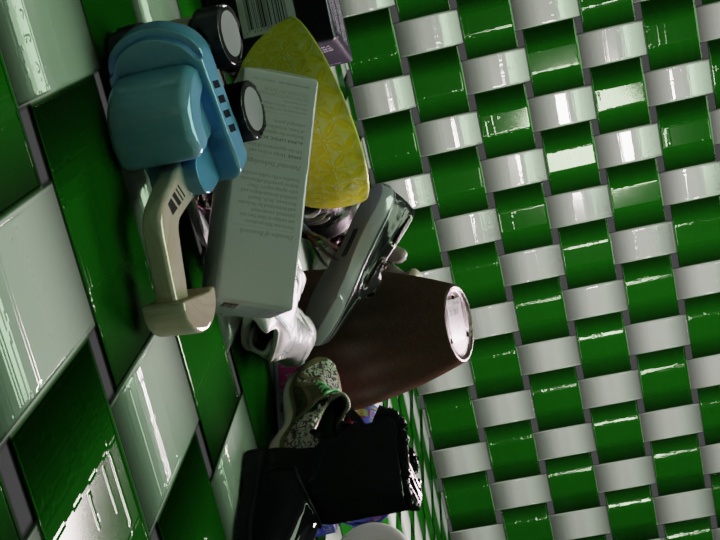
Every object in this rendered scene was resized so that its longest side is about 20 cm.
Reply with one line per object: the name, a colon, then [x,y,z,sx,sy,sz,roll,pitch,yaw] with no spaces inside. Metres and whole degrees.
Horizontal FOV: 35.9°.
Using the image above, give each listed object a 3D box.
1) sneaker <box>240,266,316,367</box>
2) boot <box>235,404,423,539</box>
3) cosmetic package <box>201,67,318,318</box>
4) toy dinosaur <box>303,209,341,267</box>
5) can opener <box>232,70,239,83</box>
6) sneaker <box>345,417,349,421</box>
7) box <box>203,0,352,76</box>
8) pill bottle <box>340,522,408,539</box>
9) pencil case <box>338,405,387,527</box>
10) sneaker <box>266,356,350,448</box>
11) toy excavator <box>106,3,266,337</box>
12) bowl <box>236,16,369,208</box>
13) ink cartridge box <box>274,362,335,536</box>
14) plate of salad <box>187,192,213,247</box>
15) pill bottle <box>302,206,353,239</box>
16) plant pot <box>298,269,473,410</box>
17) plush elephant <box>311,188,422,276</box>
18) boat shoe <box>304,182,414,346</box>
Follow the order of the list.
sneaker: [-0.094,0.061,1.157,0.201,0.069,0.081,82,27,-61]
boot: [-0.025,0.213,0.991,0.199,0.160,0.074,-94,168,-53]
cosmetic package: [-0.089,-0.063,0.966,0.102,0.073,0.203,158,-63,-73]
toy dinosaur: [-0.100,-0.073,1.299,0.183,0.198,0.105,-64,174,7]
can opener: [-0.116,-0.153,1.350,0.079,0.063,0.202,45,-33,48]
sneaker: [-0.032,0.127,1.507,0.116,0.077,0.202,-95,170,-55]
box: [-0.098,-0.303,1.365,0.200,0.146,0.106,-39,116,-85]
pill bottle: [0.032,0.406,1.421,0.201,0.108,0.111,70,11,-56]
pencil case: [0.001,0.270,1.533,0.201,0.077,0.088,-92,-172,-60]
sneaker: [-0.036,0.151,1.164,0.077,0.088,0.201,42,28,-18]
toy excavator: [-0.143,-0.078,0.843,0.201,0.098,0.197,-70,149,-54]
bowl: [-0.080,-0.144,1.136,0.200,0.106,0.202,156,-90,-81]
ink cartridge box: [-0.062,0.210,1.249,0.120,0.041,0.202,71,11,-49]
plate of salad: [-0.135,-0.090,1.075,0.200,0.047,0.203,-11,90,-84]
pill bottle: [-0.071,-0.146,1.488,0.112,0.110,0.202,-93,170,-56]
plant pot: [0.032,0.077,1.369,0.187,0.197,0.190,32,53,-56]
plush elephant: [-0.009,-0.045,1.696,0.200,0.163,0.156,46,-32,40]
boat shoe: [0.000,0.000,1.257,0.202,0.056,0.068,-63,-157,-6]
